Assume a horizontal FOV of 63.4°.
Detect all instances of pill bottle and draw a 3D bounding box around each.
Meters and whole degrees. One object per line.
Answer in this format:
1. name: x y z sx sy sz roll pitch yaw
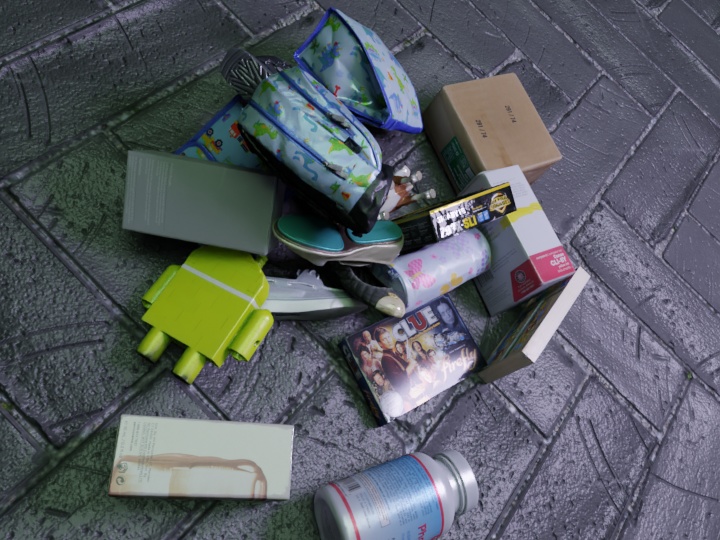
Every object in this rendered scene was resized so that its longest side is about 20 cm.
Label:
1. pill bottle: 0.049 0.302 0.750 0.198 0.109 0.110 -12 72 -25

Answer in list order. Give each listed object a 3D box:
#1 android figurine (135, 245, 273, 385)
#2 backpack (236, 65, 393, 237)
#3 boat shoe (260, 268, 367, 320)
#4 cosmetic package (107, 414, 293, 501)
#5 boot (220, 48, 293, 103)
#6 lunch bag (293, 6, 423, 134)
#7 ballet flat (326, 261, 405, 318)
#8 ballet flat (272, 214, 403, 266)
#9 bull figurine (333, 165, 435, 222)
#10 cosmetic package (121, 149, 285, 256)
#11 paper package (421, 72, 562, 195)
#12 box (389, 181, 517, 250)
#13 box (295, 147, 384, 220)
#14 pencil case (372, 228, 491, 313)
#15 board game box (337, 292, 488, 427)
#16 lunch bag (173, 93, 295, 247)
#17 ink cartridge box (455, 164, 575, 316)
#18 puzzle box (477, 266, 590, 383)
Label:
1. android figurine: -0.200 0.045 0.769 0.181 0.041 0.201 22 64 19
2. backpack: -0.053 -0.150 0.716 0.198 0.163 0.155 24 102 -5
3. boat shoe: -0.086 0.031 0.841 0.198 0.070 0.072 0 72 -18
4. cosmetic package: -0.188 0.227 0.696 0.198 0.103 0.088 7 66 -16
5. boot: -0.109 -0.251 0.865 0.065 0.200 0.165 -36 97 14
6. lunch bag: 0.012 -0.307 0.969 0.200 0.127 0.170 49 24 10
7. ballet flat: 0.000 0.000 0.848 0.066 0.057 0.200 17 22 -49
8. ballet flat: -0.031 -0.033 0.795 0.198 0.069 0.070 2 66 -28
9. bull figurine: 0.038 -0.118 0.917 0.199 0.121 0.066 -34 108 -39
10. cosmetic package: -0.204 -0.093 0.775 0.198 0.090 0.108 11 102 -1
11. paper package: 0.236 -0.244 1.073 0.189 0.104 0.202 -18 75 -25
12. box: 0.113 -0.075 0.892 0.158 0.199 0.050 -20 95 -28
13. box: -0.083 -0.202 0.963 0.199 0.044 0.161 38 60 -2
14. pencil case: 0.112 -0.005 0.912 0.199 0.084 0.091 -22 54 -30
15. board game box: 0.082 0.128 0.884 0.199 0.035 0.136 -23 77 -28
16. lunch bag: -0.198 -0.126 0.850 0.200 0.094 0.151 -41 96 -3
17. ink cartridge box: 0.237 -0.049 0.960 0.083 0.145 0.202 -16 74 -27
18. puzzle box: 0.273 0.087 0.921 0.025 0.133 0.200 43 59 2
